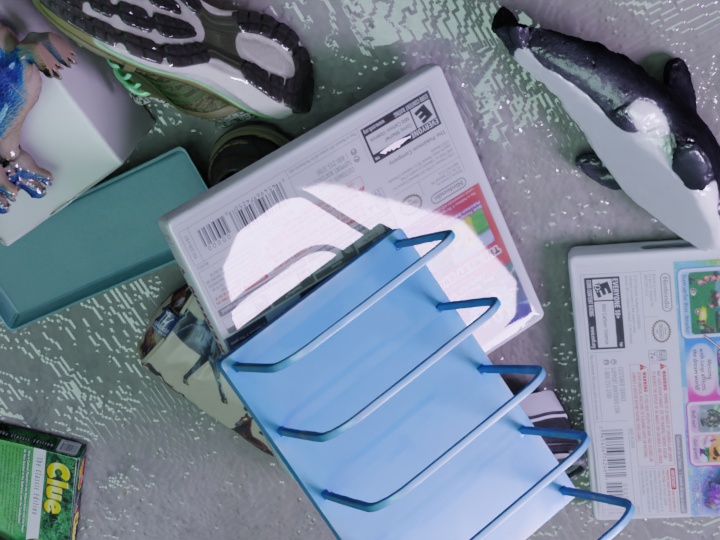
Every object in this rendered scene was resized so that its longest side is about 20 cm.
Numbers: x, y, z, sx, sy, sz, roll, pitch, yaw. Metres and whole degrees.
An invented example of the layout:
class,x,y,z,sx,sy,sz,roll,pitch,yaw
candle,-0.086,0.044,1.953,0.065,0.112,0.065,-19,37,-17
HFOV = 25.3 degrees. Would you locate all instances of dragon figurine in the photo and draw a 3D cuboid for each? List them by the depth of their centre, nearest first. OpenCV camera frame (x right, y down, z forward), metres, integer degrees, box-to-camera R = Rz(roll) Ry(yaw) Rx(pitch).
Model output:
class,x,y,z,sx,sy,sz,roll,pitch,yaw
dragon figurine,-0.234,-0.127,0.924,0.099,0.059,0.200,-33,107,16

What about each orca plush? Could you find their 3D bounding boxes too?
class,x,y,z,sx,sy,sz,roll,pitch,yaw
orca plush,0.166,-0.101,0.971,0.199,0.071,0.105,37,161,-4

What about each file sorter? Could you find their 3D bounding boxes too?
class,x,y,z,sx,sy,sz,roll,pitch,yaw
file sorter,0.041,0.092,0.911,0.138,0.123,0.201,-37,97,-16

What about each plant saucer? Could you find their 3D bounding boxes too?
class,x,y,z,sx,sy,sz,roll,pitch,yaw
plant saucer,-0.177,-0.021,1.071,0.199,0.019,0.070,-21,110,27

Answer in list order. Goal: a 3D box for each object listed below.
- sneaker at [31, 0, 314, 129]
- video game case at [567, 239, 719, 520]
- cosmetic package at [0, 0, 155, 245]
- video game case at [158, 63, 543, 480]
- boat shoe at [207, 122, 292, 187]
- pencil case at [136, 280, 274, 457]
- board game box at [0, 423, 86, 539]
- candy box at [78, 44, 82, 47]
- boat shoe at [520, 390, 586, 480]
class,x,y,z,sx,sy,sz,roll,pitch,yaw
sneaker,-0.123,-0.124,0.958,0.199,0.077,0.088,22,141,-39
video game case,0.235,0.072,1.051,0.180,0.024,0.201,-4,114,12
cosmetic package,-0.235,-0.132,1.002,0.107,0.085,0.201,-29,108,20
video game case,0.000,0.000,0.981,0.199,0.023,0.183,-31,110,-18
boat shoe,-0.023,-0.007,1.029,0.200,0.073,0.075,39,116,-9
pencil case,-0.051,0.079,1.074,0.199,0.078,0.090,35,130,-7
board game box,-0.266,0.205,1.204,0.104,0.023,0.201,15,118,5
candy box,-0.186,-0.248,0.953,0.116,0.057,0.200,-34,104,22
boat shoe,0.062,0.134,1.021,0.074,0.198,0.068,-49,61,43
